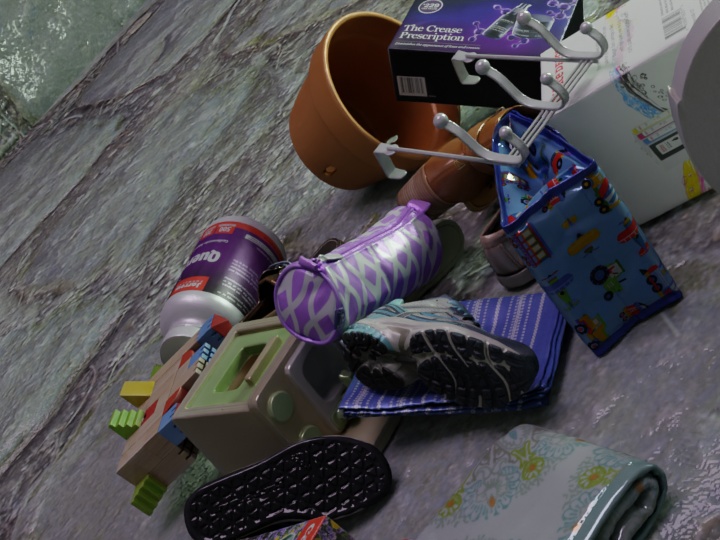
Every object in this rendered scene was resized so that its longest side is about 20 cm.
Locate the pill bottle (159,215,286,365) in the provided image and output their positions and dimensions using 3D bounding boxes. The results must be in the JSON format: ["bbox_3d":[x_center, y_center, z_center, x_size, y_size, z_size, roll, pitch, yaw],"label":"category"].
[{"bbox_3d":[-0.163,0.036,1.578,0.112,0.113,0.201,-23,29,33],"label":"pill bottle"}]

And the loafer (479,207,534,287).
[{"bbox_3d":[0.175,-0.073,1.330,0.071,0.063,0.201,-13,36,45],"label":"loafer"}]

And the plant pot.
[{"bbox_3d":[0.004,-0.192,1.650,0.140,0.199,0.201,-38,18,47],"label":"plant pot"}]

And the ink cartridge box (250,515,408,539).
[{"bbox_3d":[-0.052,0.255,1.074,0.199,0.050,0.109,-31,22,55],"label":"ink cartridge box"}]

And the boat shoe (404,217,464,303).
[{"bbox_3d":[0.017,0.012,1.399,0.199,0.075,0.066,-44,30,-15],"label":"boat shoe"}]

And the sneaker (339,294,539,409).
[{"bbox_3d":[0.074,0.055,1.149,0.198,0.078,0.086,8,40,43],"label":"sneaker"}]

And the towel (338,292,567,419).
[{"bbox_3d":[0.086,0.071,1.203,0.197,0.024,0.146,-6,37,26],"label":"towel"}]

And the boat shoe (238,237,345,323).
[{"bbox_3d":[-0.077,0.029,1.513,0.072,0.073,0.201,-8,40,49],"label":"boat shoe"}]

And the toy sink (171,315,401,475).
[{"bbox_3d":[-0.064,0.118,1.295,0.199,0.112,0.131,-10,38,47],"label":"toy sink"}]

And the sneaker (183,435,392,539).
[{"bbox_3d":[-0.064,0.195,1.214,0.197,0.073,0.083,-14,-12,12],"label":"sneaker"}]

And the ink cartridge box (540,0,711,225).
[{"bbox_3d":[0.280,-0.161,1.225,0.199,0.145,0.148,-28,25,24],"label":"ink cartridge box"}]

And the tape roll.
[{"bbox_3d":[0.338,-0.139,1.037,0.202,0.203,0.037,-32,25,16],"label":"tape roll"}]

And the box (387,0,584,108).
[{"bbox_3d":[0.149,-0.261,1.573,0.197,0.080,0.142,7,42,21],"label":"box"}]

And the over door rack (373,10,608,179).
[{"bbox_3d":[0.104,-0.156,1.198,0.148,0.067,0.199,-51,26,-24],"label":"over door rack"}]

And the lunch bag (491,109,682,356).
[{"bbox_3d":[0.175,-0.046,1.178,0.094,0.151,0.200,-35,25,8],"label":"lunch bag"}]

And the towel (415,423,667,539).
[{"bbox_3d":[0.109,0.201,0.981,0.200,0.048,0.171,-48,26,-16],"label":"towel"}]

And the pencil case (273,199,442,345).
[{"bbox_3d":[0.000,0.000,1.266,0.083,0.087,0.199,12,24,30],"label":"pencil case"}]

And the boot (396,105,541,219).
[{"bbox_3d":[0.138,-0.124,1.369,0.199,0.077,0.155,-20,-13,-48],"label":"boot"}]

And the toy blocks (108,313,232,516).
[{"bbox_3d":[-0.180,0.137,1.412,0.137,0.100,0.201,-43,20,29],"label":"toy blocks"}]
